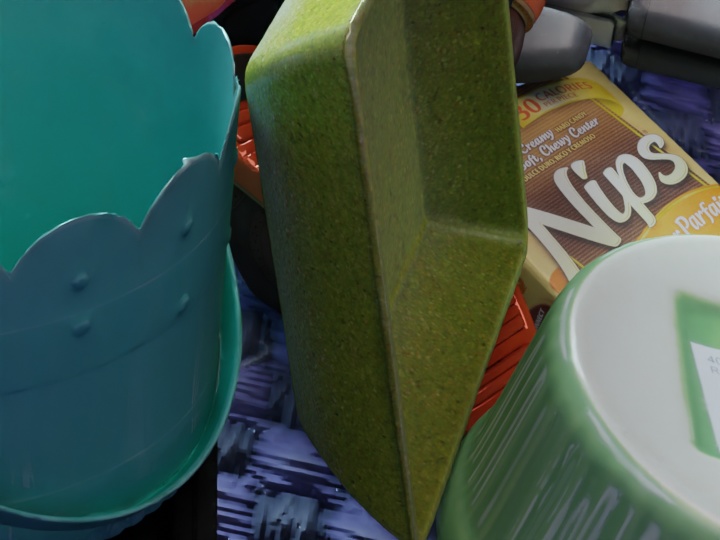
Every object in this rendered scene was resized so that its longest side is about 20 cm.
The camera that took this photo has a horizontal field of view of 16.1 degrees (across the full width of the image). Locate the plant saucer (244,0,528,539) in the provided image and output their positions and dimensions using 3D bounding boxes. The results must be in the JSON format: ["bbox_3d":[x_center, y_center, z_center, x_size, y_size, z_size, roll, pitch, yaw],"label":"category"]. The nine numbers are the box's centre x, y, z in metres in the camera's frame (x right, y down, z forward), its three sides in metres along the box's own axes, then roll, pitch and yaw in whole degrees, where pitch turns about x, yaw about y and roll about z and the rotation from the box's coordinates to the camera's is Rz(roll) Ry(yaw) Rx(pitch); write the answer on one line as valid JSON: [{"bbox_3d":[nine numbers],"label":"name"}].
[{"bbox_3d":[0.010,-0.041,0.878,0.048,0.200,0.200,3,34,15],"label":"plant saucer"}]

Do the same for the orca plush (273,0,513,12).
[{"bbox_3d":[0.019,-0.148,0.997,0.105,0.071,0.200,33,77,27],"label":"orca plush"}]

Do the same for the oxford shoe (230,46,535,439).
[{"bbox_3d":[0.000,0.000,1.027,0.071,0.073,0.200,-28,70,-31],"label":"oxford shoe"}]

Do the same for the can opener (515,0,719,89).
[{"bbox_3d":[0.128,-0.093,1.111,0.200,0.053,0.067,15,68,8],"label":"can opener"}]

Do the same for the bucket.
[{"bbox_3d":[-0.135,-0.004,0.840,0.207,0.135,0.207,0,35,0],"label":"bucket"}]

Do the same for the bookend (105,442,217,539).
[{"bbox_3d":[-0.151,0.129,0.844,0.199,0.092,0.200,8,44,-9],"label":"bookend"}]

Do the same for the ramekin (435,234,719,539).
[{"bbox_3d":[0.135,0.078,0.882,0.200,0.098,0.200,14,37,-11],"label":"ramekin"}]

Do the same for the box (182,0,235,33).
[{"bbox_3d":[-0.106,-0.191,1.107,0.103,0.095,0.200,-40,38,-3],"label":"box"}]

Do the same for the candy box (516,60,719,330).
[{"bbox_3d":[0.112,0.004,1.076,0.115,0.055,0.200,-21,56,-34],"label":"candy box"}]

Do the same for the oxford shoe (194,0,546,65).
[{"bbox_3d":[-0.014,-0.099,1.087,0.071,0.200,0.073,35,68,-38],"label":"oxford shoe"}]
